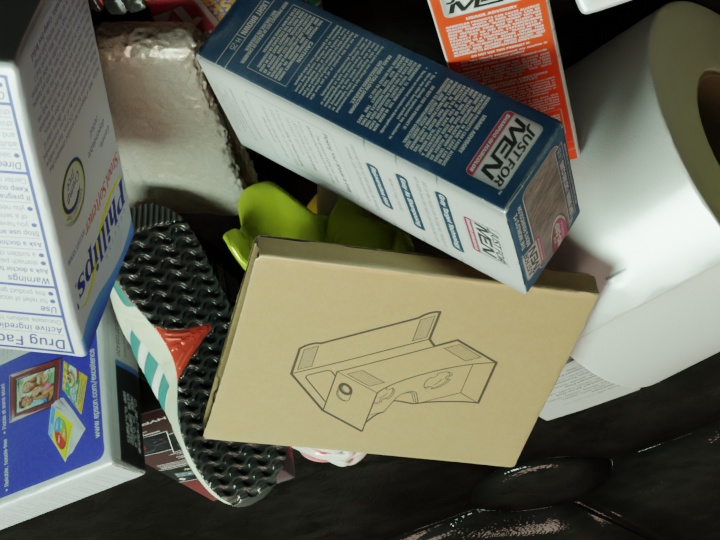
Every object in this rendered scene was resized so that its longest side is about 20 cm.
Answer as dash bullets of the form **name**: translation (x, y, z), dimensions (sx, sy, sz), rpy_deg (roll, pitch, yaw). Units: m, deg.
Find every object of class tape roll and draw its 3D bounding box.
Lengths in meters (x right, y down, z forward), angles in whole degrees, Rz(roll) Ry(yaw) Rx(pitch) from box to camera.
- **tape roll**: translation (0.188, -0.045, 1.070), dimensions (0.202, 0.203, 0.139), rpy_deg (18, 143, -42)

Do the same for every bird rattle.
- **bird rattle**: translation (0.000, 0.000, 1.080), dimensions (0.112, 0.164, 0.200), rpy_deg (-6, 144, 15)

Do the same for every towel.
- **towel**: translation (-0.139, -0.090, 1.027), dimensions (0.132, 0.035, 0.200), rpy_deg (1, 154, 8)

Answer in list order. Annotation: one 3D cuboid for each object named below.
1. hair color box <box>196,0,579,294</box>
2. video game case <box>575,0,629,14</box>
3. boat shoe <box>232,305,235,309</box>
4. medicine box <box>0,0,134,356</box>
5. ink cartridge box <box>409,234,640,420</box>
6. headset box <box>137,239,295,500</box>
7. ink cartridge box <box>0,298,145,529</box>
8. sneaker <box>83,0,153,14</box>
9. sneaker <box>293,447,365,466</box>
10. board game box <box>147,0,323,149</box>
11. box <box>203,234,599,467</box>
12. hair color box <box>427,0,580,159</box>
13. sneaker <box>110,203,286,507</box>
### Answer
- **hair color box**: translation (0.016, -0.073, 0.931), dimensions (0.200, 0.061, 0.100), rpy_deg (29, 164, 23)
- **video game case**: translation (0.205, -0.190, 0.861), dimensions (0.199, 0.182, 0.024), rpy_deg (-17, 108, 16)
- **boat shoe**: translation (-0.060, 0.035, 1.214), dimensions (0.070, 0.072, 0.201), rpy_deg (29, 171, 7)
- **medicine box**: translation (-0.229, -0.063, 0.895), dimensions (0.181, 0.103, 0.200), rpy_deg (5, 135, 10)
- **ink cartridge box**: translation (0.107, 0.004, 1.194), dimensions (0.084, 0.146, 0.200), rpy_deg (-23, 149, 22)
- **headset box**: translation (-0.118, 0.069, 1.242), dimensions (0.075, 0.149, 0.200), rpy_deg (-17, 152, 18)
- **ink cartridge box**: translation (-0.239, 0.073, 1.158), dimensions (0.199, 0.198, 0.047), rpy_deg (-22, 149, 24)
- **sneaker**: translation (-0.084, -0.183, 0.861), dimensions (0.199, 0.087, 0.074), rpy_deg (0, 129, 28)
- **sneaker**: translation (-0.016, 0.111, 1.300), dimensions (0.075, 0.105, 0.200), rpy_deg (24, -167, 2)
- **board game box**: translation (-0.064, -0.126, 1.025), dimensions (0.095, 0.030, 0.200), rpy_deg (-11, 155, 1)
- **box**: translation (0.020, 0.052, 1.013), dimensions (0.199, 0.021, 0.164), rpy_deg (6, 135, -14)
- **hair color box**: translation (0.069, -0.147, 0.934), dimensions (0.064, 0.111, 0.200), rpy_deg (-13, 152, 6)
- **sneaker**: translation (-0.106, 0.051, 1.098), dimensions (0.070, 0.200, 0.093), rpy_deg (-26, -173, -11)
